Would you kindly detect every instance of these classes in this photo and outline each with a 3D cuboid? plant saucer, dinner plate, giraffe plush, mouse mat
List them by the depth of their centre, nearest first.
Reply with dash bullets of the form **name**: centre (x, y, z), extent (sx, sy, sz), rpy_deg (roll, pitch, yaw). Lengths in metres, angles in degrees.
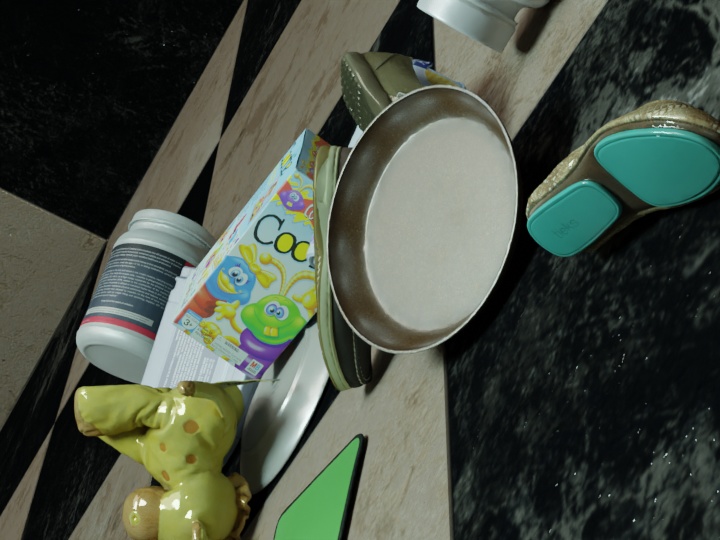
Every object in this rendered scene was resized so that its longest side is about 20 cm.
- **plant saucer**: centre (0.051, -0.036, 1.267), extent (0.200, 0.032, 0.201), rpy_deg (-17, 67, 46)
- **mouse mat**: centre (-0.049, 0.239, 1.338), extent (0.161, 0.008, 0.201), rpy_deg (-50, 20, 45)
- **giraffe plush**: centre (-0.160, 0.184, 1.560), extent (0.199, 0.172, 0.163), rpy_deg (-6, 83, 34)
- **dinner plate**: centre (-0.072, 0.114, 1.613), extent (0.201, 0.024, 0.200), rpy_deg (-57, 15, 23)

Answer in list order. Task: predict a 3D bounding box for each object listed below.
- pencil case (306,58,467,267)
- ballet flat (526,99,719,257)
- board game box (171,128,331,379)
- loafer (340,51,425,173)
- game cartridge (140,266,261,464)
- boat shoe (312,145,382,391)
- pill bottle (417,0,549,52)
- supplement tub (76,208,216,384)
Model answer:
- **pencil case**: centre (0.027, -0.077, 1.471), extent (0.201, 0.090, 0.083), rpy_deg (-66, -21, -13)
- **ballet flat**: centre (0.161, -0.066, 1.003), extent (0.065, 0.070, 0.200), rpy_deg (-54, 12, -26)
- **board game box**: centre (-0.074, -0.014, 1.618), extent (0.200, 0.103, 0.105), rpy_deg (-50, 13, 23)
- **loafer**: centre (0.047, -0.110, 1.382), extent (0.076, 0.067, 0.200), rpy_deg (89, 157, -56)
- **game cartridge**: centre (-0.159, 0.101, 1.765), extent (0.133, 0.041, 0.201), rpy_deg (11, 79, 39)
- **boat shoe**: centre (0.000, -0.001, 1.374), extent (0.072, 0.066, 0.202), rpy_deg (-48, -45, -73)
- **pill bottle**: centre (0.129, -0.286, 1.412), extent (0.201, 0.111, 0.111), rpy_deg (-61, 14, 10)
- **supplement tub**: centre (-0.276, 0.036, 2.251), extent (0.140, 0.140, 0.201), rpy_deg (-36, 31, 62)
